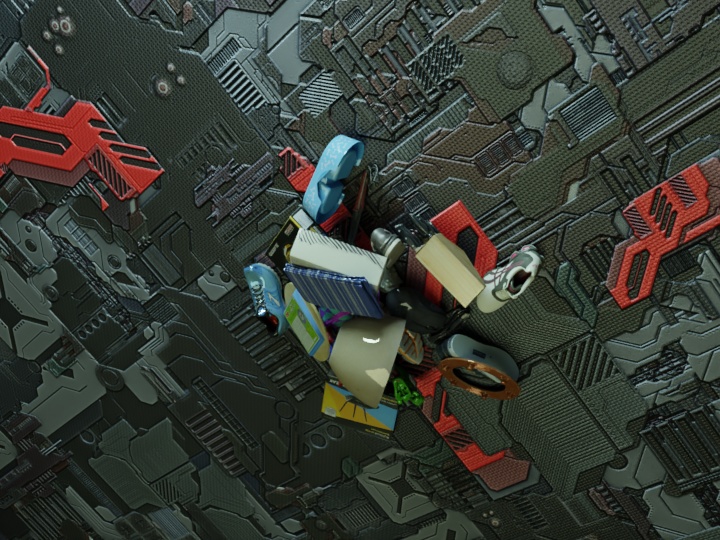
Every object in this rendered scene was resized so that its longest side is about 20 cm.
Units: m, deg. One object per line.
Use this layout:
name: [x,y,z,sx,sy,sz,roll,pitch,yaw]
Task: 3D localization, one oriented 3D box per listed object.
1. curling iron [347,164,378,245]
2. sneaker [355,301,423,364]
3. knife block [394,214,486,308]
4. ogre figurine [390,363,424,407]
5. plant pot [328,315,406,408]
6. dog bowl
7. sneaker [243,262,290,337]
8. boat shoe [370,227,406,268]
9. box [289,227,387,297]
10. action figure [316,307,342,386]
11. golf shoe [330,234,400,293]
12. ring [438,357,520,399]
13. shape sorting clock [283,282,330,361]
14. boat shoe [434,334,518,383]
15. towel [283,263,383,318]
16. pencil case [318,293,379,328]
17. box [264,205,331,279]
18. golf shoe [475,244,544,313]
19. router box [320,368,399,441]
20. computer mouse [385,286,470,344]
curling iron: [-0.001,-0.138,1.664,0.025,0.050,0.203,8,118,-23]
sneaker: [0.069,0.150,1.798,0.200,0.078,0.077,44,137,-3]
knife block: [0.161,-0.032,1.596,0.174,0.201,0.064,30,112,-33]
ogre figurine: [0.061,0.247,1.810,0.195,0.120,0.100,11,108,-6]
plant pot: [0.006,0.181,1.650,0.132,0.201,0.203,19,123,2]
dog bowl: [-0.061,-0.199,1.620,0.049,0.111,0.203,34,116,15]
sneaker: [-0.230,0.074,1.848,0.077,0.090,0.203,-15,112,27]
boat shoe: [0.058,-0.054,1.634,0.057,0.200,0.067,41,87,9]
box: [-0.046,-0.016,1.579,0.196,0.070,0.082,19,162,3]
action figure: [-0.071,0.187,1.853,0.064,0.099,0.203,-23,73,-9]
golf shoe: [0.000,0.000,1.747,0.198,0.079,0.098,34,141,7]
ring: [0.272,0.256,1.745,0.196,0.020,0.201,20,156,9]
shape sorting clock: [-0.126,0.121,1.794,0.200,0.039,0.202,45,152,32]
boat shoe: [0.271,0.207,1.759,0.197,0.072,0.091,29,158,-16]
towel: [-0.054,0.043,1.585,0.196,0.024,0.146,11,151,28]
pencil case: [-0.030,0.074,1.728,0.084,0.094,0.200,33,156,-11]
box: [-0.125,-0.035,1.724,0.160,0.049,0.200,44,147,-2]
golf shoe: [0.312,0.030,1.628,0.077,0.089,0.201,36,125,-4]
router box: [0.003,0.339,1.932,0.196,0.051,0.152,17,124,11]
computer mouse: [0.143,0.106,1.714,0.198,0.053,0.138,29,130,-22]
